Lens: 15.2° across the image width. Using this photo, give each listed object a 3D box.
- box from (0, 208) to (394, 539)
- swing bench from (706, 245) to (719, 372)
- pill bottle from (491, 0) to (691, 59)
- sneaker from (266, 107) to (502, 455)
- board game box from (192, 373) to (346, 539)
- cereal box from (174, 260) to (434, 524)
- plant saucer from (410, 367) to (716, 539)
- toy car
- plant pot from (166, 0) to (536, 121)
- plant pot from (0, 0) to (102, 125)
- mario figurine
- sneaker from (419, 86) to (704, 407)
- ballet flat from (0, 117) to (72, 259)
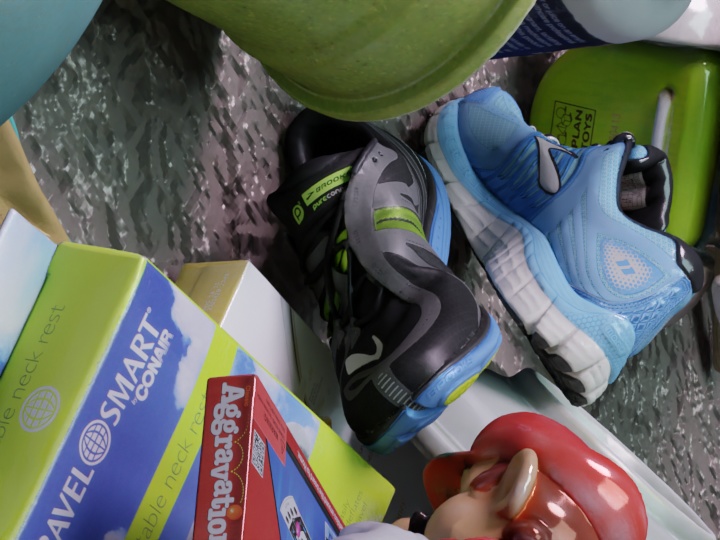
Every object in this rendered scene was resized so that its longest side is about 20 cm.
[{"bbox_3d":[-0.072,0.080,0.927,0.200,0.047,0.122,45,61,-47],"label":"box"},{"bbox_3d":[0.256,-0.075,1.401,0.199,0.129,0.201,-24,100,-51],"label":"swing bench"},{"bbox_3d":[0.071,-0.143,1.088,0.111,0.199,0.112,7,81,-52],"label":"pill bottle"},{"bbox_3d":[0.000,0.000,1.046,0.083,0.071,0.200,41,19,-28],"label":"sneaker"},{"bbox_3d":[-0.018,0.127,0.897,0.200,0.019,0.103,64,26,-55],"label":"board game box"},{"bbox_3d":[-0.029,0.111,1.061,0.200,0.039,0.144,49,52,-40],"label":"cereal box"},{"bbox_3d":[0.091,0.093,1.106,0.050,0.200,0.200,-47,135,4],"label":"plant saucer"},{"bbox_3d":[0.181,-0.055,1.241,0.150,0.199,0.176,-18,117,-61],"label":"toy car"},{"bbox_3d":[-0.049,-0.171,0.961,0.184,0.200,0.201,14,75,-40],"label":"plant pot"},{"bbox_3d":[-0.153,-0.116,0.763,0.200,0.161,0.202,7,77,-33],"label":"plant pot"},{"bbox_3d":[0.026,0.128,0.933,0.106,0.124,0.200,29,42,-2],"label":"mario figurine"},{"bbox_3d":[0.091,-0.022,1.140,0.078,0.090,0.200,55,4,-35],"label":"sneaker"},{"bbox_3d":[-0.138,-0.022,0.908,0.063,0.068,0.201,-45,121,-30],"label":"ballet flat"}]
